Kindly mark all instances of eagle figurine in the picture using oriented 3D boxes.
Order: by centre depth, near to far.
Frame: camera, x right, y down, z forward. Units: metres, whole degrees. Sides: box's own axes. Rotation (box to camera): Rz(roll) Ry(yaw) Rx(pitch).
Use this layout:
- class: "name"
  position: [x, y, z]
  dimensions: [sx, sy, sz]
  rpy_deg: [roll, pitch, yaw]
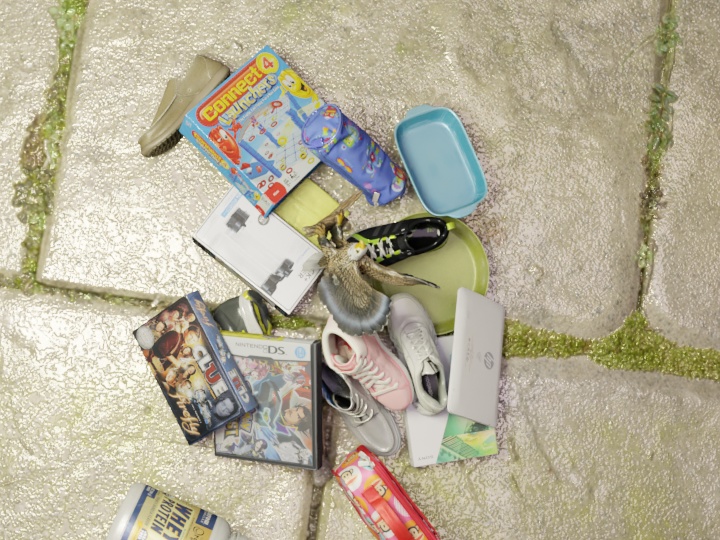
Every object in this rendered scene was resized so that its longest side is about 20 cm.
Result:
- class: "eagle figurine"
  position: [0.000, -0.001, 1.617]
  dimensions: [0.151, 0.151, 0.201]
  rpy_deg: [-41, 83, 9]

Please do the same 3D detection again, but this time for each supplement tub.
- class: "supplement tub"
  position: [-0.281, 0.423, 1.630]
  dimensions: [0.198, 0.144, 0.146]
  rpy_deg: [24, 83, -4]

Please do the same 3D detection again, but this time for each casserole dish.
- class: "casserole dish"
  position: [0.128, -0.174, 1.766]
  dimensions: [0.120, 0.039, 0.202]
  rpy_deg: [-20, 78, -12]

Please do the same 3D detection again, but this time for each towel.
- class: "towel"
  position: [-0.118, -0.124, 1.761]
  dimensions: [0.199, 0.018, 0.086]
  rpy_deg: [39, 88, -3]

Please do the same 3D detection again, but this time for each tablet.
- class: "tablet"
  position: [0.188, 0.139, 1.719]
  dimensions: [0.129, 0.014, 0.203]
  rpy_deg: [24, 67, -44]

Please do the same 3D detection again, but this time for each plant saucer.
- class: "plant saucer"
  position: [0.112, 0.005, 1.767]
  dimensions: [0.197, 0.031, 0.203]
  rpy_deg: [1, 85, -5]

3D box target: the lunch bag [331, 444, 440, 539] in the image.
- class: "lunch bag"
  position: [0.040, 0.368, 1.655]
  dimensions: [0.082, 0.176, 0.201]
  rpy_deg: [-38, 91, -7]

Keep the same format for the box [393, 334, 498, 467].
- class: "box"
  position: [0.138, 0.208, 1.751]
  dimensions: [0.142, 0.036, 0.203]
  rpy_deg: [-8, 87, -7]

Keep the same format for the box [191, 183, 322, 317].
- class: "box"
  position: [-0.157, -0.033, 1.723]
  dimensions: [0.199, 0.060, 0.117]
  rpy_deg: [40, 79, -2]

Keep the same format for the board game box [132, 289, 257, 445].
- class: "board game box"
  position: [-0.257, 0.151, 1.668]
  dimensions: [0.135, 0.034, 0.202]
  rpy_deg: [-32, 84, 30]

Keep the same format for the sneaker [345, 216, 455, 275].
- class: "sneaker"
  position: [0.053, -0.048, 1.709]
  dimensions: [0.198, 0.083, 0.073]
  rpy_deg: [-20, 87, -7]

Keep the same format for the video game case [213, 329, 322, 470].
- class: "video game case"
  position: [-0.145, 0.198, 1.662]
  dimensions: [0.178, 0.025, 0.203]
  rpy_deg: [4, 102, 20]

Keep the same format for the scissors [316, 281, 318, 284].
- class: "scissors"
  position: [-0.006, 0.101, 1.757]
  dimensions: [0.072, 0.014, 0.202]
  rpy_deg: [-20, 87, -5]

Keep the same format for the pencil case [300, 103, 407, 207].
- class: "pencil case"
  position: [-0.009, -0.174, 1.696]
  dimensions: [0.200, 0.077, 0.088]
  rpy_deg: [39, 49, -42]

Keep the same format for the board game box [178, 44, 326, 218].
- class: "board game box"
  position: [-0.149, -0.223, 1.714]
  dimensions: [0.196, 0.056, 0.200]
  rpy_deg: [44, 63, -2]

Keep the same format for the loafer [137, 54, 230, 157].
- class: "loafer"
  position: [-0.292, -0.265, 1.727]
  dimensions: [0.067, 0.076, 0.200]
  rpy_deg: [40, 74, 1]

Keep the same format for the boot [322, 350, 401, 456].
- class: "boot"
  position: [-0.012, 0.217, 1.696]
  dimensions: [0.073, 0.096, 0.201]
  rpy_deg: [-40, 87, 9]

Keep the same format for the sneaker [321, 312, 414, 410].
- class: "sneaker"
  position: [0.005, 0.149, 1.642]
  dimensions: [0.075, 0.105, 0.202]
  rpy_deg: [-23, 106, 29]

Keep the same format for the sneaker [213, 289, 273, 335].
- class: "sneaker"
  position: [-0.172, 0.133, 1.714]
  dimensions: [0.084, 0.074, 0.203]
  rpy_deg: [-14, 94, 20]

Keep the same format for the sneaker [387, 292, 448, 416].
- class: "sneaker"
  position: [0.096, 0.129, 1.697]
  dimensions: [0.074, 0.081, 0.202]
  rpy_deg: [-20, 86, -6]
